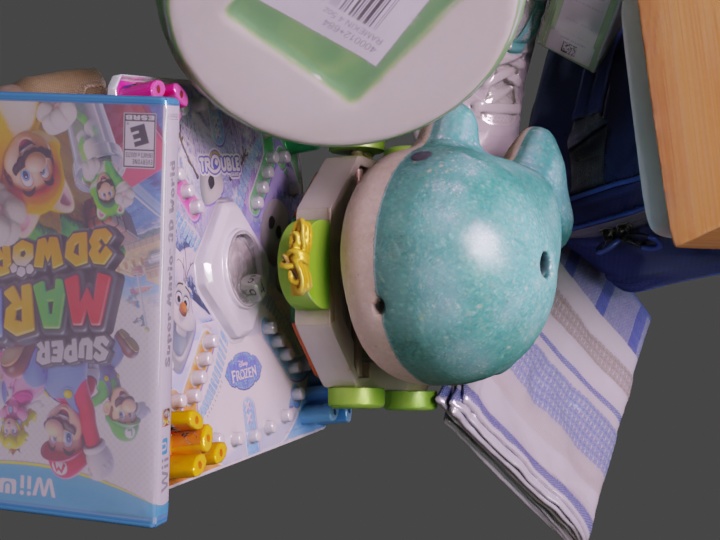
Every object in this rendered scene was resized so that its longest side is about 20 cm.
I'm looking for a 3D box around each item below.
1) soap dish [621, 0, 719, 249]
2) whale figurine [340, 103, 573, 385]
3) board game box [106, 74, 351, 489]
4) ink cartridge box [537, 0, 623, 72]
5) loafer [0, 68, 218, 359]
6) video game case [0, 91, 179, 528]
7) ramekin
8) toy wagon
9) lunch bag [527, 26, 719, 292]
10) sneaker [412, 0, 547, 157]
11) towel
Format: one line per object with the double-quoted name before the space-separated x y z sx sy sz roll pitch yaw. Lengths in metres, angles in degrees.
"soap dish" 0.240 -0.092 0.920 0.199 0.081 0.159 0 81 -45
"whale figurine" 0.076 -0.017 0.879 0.200 0.103 0.161 -30 114 -49
"board game box" -0.062 -0.001 0.852 0.200 0.026 0.202 -10 94 -66
"ink cartridge box" 0.166 -0.229 0.913 0.048 0.200 0.146 29 61 8
"loafer" -0.121 -0.018 0.835 0.067 0.076 0.201 -36 115 -20
"video game case" -0.156 0.016 0.770 0.018 0.142 0.202 -12 105 -71
"ramekin" -0.011 -0.157 0.785 0.199 0.200 0.098 31 32 -29
"toy wagon" 0.000 0.000 0.903 0.200 0.039 0.157 11 78 -61
"lunch bag" 0.181 -0.090 1.015 0.132 0.135 0.201 37 54 -31
"sneaker" 0.083 -0.141 0.994 0.075 0.088 0.202 4 84 -36
"towel" 0.124 0.056 1.014 0.147 0.024 0.201 46 47 -23
